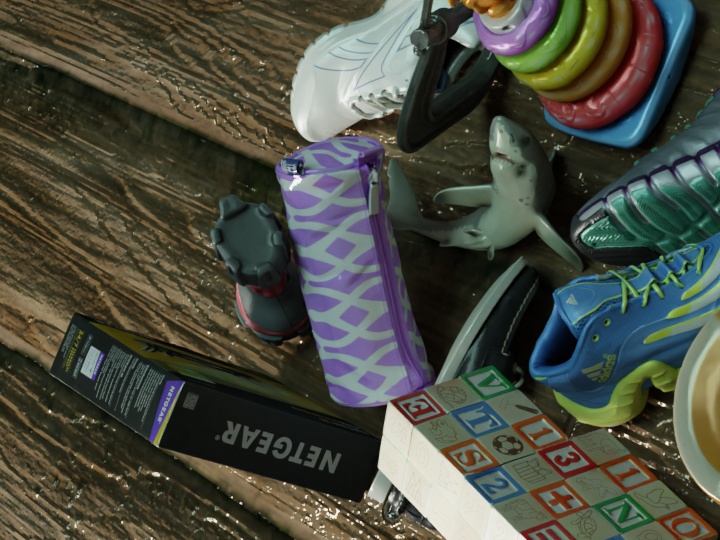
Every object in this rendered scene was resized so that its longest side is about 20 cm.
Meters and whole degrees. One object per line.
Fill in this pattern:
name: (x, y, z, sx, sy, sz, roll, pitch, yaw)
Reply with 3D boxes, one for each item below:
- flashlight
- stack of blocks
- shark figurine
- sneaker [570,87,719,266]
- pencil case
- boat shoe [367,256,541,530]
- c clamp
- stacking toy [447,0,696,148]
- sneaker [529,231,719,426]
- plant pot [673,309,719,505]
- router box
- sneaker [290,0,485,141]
flashlight: (-0.069, 0.005, 1.572, 0.067, 0.200, 0.068, 14, 78, 6)
stack of blocks: (0.115, 0.145, 1.344, 0.200, 0.115, 0.059, 43, 137, 40)
shark figurine: (0.099, -0.056, 1.523, 0.090, 0.128, 0.214, -57, 16, -26)
sneaker: (0.227, -0.072, 1.390, 0.200, 0.074, 0.088, -24, 42, 28)
pencil case: (0.000, 0.000, 1.512, 0.085, 0.084, 0.201, 2, 115, 37)
boat shoe: (0.079, 0.085, 1.474, 0.200, 0.060, 0.074, -59, -4, -13)
c clamp: (0.076, -0.166, 1.493, 0.027, 0.200, 0.171, 24, 115, 17)
stacking toy: (0.120, -0.169, 1.434, 0.110, 0.200, 0.116, 23, 91, 49)
sneaker: (0.189, 0.026, 1.348, 0.200, 0.105, 0.076, -45, 46, 24)
plant pot: (0.276, 0.089, 1.166, 0.200, 0.183, 0.201, -22, 58, 40)
router box: (-0.105, 0.101, 1.558, 0.157, 0.200, 0.052, 26, 94, 48)
sneaker: (0.022, -0.157, 1.636, 0.200, 0.074, 0.087, -38, 54, 31)
